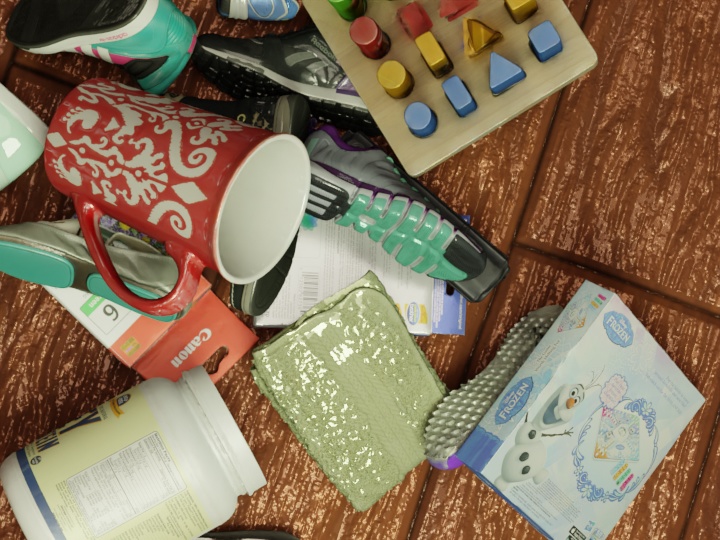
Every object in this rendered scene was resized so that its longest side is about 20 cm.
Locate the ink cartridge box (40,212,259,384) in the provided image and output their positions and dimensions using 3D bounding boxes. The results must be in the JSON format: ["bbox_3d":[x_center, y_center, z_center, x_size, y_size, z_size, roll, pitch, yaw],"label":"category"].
[{"bbox_3d":[-0.198,0.028,1.538,0.200,0.050,0.109,44,82,-2],"label":"ink cartridge box"}]

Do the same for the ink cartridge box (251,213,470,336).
[{"bbox_3d":[0.000,0.000,1.572,0.200,0.042,0.119,3,83,-5],"label":"ink cartridge box"}]

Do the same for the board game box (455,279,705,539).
[{"bbox_3d":[0.205,0.142,1.534,0.199,0.043,0.200,-52,131,-7],"label":"board game box"}]

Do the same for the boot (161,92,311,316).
[{"bbox_3d":[-0.133,-0.067,1.526,0.154,0.073,0.204,8,83,17],"label":"boot"}]

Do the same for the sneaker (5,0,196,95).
[{"bbox_3d":[-0.221,-0.210,1.523,0.121,0.200,0.084,35,68,-43],"label":"sneaker"}]

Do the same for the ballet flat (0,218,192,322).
[{"bbox_3d":[-0.241,-0.011,1.488,0.200,0.067,0.064,19,57,-6],"label":"ballet flat"}]

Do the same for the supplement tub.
[{"bbox_3d":[-0.199,0.184,1.479,0.200,0.145,0.145,-29,90,-8],"label":"supplement tub"}]

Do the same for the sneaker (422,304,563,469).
[{"bbox_3d":[0.147,0.130,1.551,0.200,0.070,0.100,-44,114,-26],"label":"sneaker"}]

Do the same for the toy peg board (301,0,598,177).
[{"bbox_3d":[0.073,-0.220,1.483,0.200,0.098,0.199,-32,82,7],"label":"toy peg board"}]

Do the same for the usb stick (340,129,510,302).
[{"bbox_3d":[0.051,-0.049,1.550,0.200,0.033,0.055,41,88,-1],"label":"usb stick"}]

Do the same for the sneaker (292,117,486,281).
[{"bbox_3d":[0.033,-0.067,1.502,0.200,0.074,0.088,28,53,-16],"label":"sneaker"}]

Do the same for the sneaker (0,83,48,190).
[{"bbox_3d":[-0.389,-0.144,1.510,0.200,0.074,0.118,41,76,-6],"label":"sneaker"}]

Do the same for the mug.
[{"bbox_3d":[-0.173,-0.072,1.423,0.200,0.133,0.178,23,50,26],"label":"mug"}]

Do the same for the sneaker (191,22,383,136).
[{"bbox_3d":[-0.057,-0.196,1.572,0.200,0.076,0.088,18,72,-12],"label":"sneaker"}]

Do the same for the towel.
[{"bbox_3d":[0.001,0.114,1.535,0.148,0.036,0.200,-36,114,-8],"label":"towel"}]

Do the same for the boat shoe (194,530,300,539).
[{"bbox_3d":[-0.145,0.269,1.525,0.200,0.057,0.067,-6,87,-8],"label":"boat shoe"}]

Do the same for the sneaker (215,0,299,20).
[{"bbox_3d":[-0.079,-0.328,1.574,0.077,0.076,0.200,13,94,-13],"label":"sneaker"}]
